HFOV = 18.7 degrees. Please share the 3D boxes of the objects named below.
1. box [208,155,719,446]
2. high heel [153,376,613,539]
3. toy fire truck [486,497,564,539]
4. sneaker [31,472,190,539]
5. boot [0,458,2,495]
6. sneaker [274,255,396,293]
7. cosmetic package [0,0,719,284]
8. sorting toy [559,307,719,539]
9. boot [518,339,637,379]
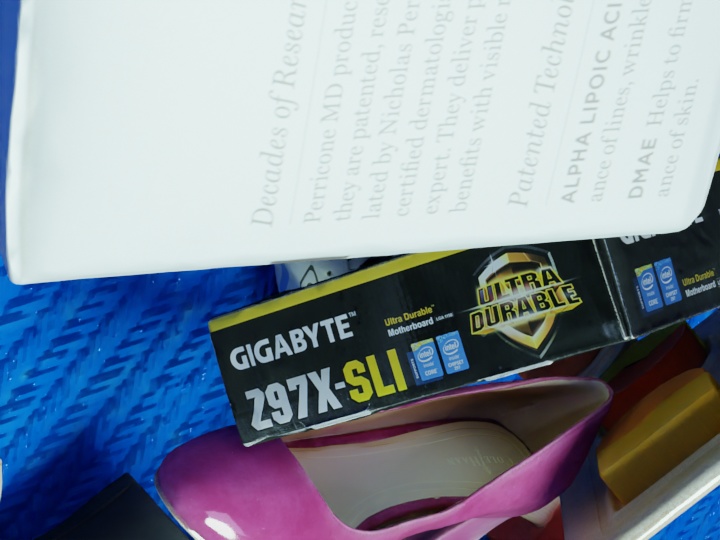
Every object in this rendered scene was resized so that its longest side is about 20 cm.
[{"bbox_3d":[0.072,0.002,0.740,0.199,0.159,0.050,-15,89,-50],"label":"box"},{"bbox_3d":[0.014,0.064,0.767,0.096,0.068,0.199,-45,147,20],"label":"high heel"},{"bbox_3d":[0.031,0.127,0.968,0.141,0.049,0.200,-50,142,-13],"label":"toy fire truck"},{"bbox_3d":[-0.066,0.177,0.773,0.106,0.201,0.075,-34,-176,-14],"label":"sneaker"},{"bbox_3d":[-0.171,0.042,0.647,0.154,0.072,0.201,-1,122,-49],"label":"boot"},{"bbox_3d":[0.000,0.000,0.823,0.072,0.072,0.201,-29,133,-32],"label":"sneaker"},{"bbox_3d":[-0.011,-0.115,0.587,0.198,0.165,0.166,-5,127,-19],"label":"cosmetic package"},{"bbox_3d":[0.145,0.033,0.849,0.200,0.036,0.185,-44,-174,10],"label":"sorting toy"},{"bbox_3d":[0.071,-0.027,0.903,0.106,0.075,0.201,-9,130,-23],"label":"boot"}]
